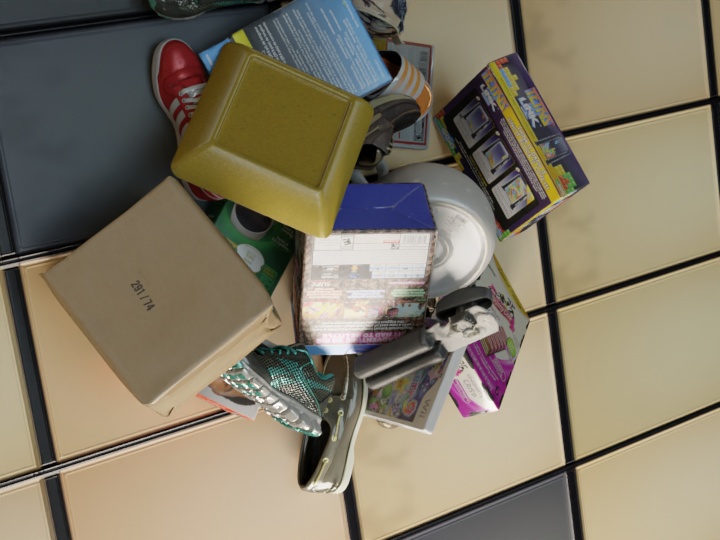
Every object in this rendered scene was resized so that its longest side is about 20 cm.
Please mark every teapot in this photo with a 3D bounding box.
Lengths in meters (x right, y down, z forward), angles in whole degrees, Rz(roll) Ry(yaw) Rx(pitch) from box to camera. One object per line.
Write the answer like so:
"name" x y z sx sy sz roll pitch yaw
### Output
"teapot" 0.081 -0.073 1.739 0.197 0.146 0.200 -4 130 2

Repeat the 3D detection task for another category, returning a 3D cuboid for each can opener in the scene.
"can opener" 0.081 0.081 1.621 0.053 0.200 0.067 42 35 -35

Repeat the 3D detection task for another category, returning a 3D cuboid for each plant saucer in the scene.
"plant saucer" -0.093 -0.163 1.531 0.199 0.048 0.200 23 61 -8

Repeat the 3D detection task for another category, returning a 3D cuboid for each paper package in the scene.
"paper package" -0.220 0.031 1.484 0.190 0.103 0.200 -39 76 -6

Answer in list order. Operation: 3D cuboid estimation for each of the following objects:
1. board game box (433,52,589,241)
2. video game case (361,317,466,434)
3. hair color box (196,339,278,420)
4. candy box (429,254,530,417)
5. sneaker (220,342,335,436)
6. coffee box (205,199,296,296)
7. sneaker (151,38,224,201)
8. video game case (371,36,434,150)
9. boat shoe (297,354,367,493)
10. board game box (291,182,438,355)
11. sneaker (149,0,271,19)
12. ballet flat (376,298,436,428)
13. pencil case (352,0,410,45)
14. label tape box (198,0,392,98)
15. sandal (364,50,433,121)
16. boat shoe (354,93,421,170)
"board game box" 0.197 -0.161 1.755 0.057 0.165 0.200 -23 82 -31
"video game case" 0.055 0.127 1.702 0.018 0.200 0.144 29 78 -31
"hair color box" -0.201 0.098 1.609 0.200 0.061 0.102 30 77 -33
"candy box" 0.160 0.083 1.802 0.137 0.061 0.200 58 34 -24
"sneaker" -0.104 0.120 1.602 0.200 0.077 0.091 44 65 -40
"coffee box" -0.134 -0.053 1.651 0.123 0.044 0.200 34 75 -31
"sneaker" -0.186 -0.178 1.562 0.071 0.112 0.201 -21 105 -25
"video game case" 0.011 -0.239 1.751 0.199 0.017 0.144 2 93 -35
"boat shoe" -0.039 0.192 1.721 0.060 0.072 0.202 6 95 -39
"board game box" 0.000 0.000 1.631 0.159 0.097 0.200 -1 129 -9
"sneaker" -0.157 -0.349 1.572 0.200 0.091 0.078 -21 105 -31
"ballet flat" 0.066 0.119 1.802 0.067 0.046 0.201 22 82 -33
"pencil case" 0.050 -0.395 1.717 0.089 0.078 0.201 35 70 -35
"label tape box" -0.082 -0.250 1.633 0.200 0.063 0.145 -29 99 -7
"sandal" 0.022 -0.253 1.710 0.206 0.059 0.079 28 79 -33
"boat shoe" 0.002 -0.160 1.657 0.200 0.075 0.073 -26 75 -32
